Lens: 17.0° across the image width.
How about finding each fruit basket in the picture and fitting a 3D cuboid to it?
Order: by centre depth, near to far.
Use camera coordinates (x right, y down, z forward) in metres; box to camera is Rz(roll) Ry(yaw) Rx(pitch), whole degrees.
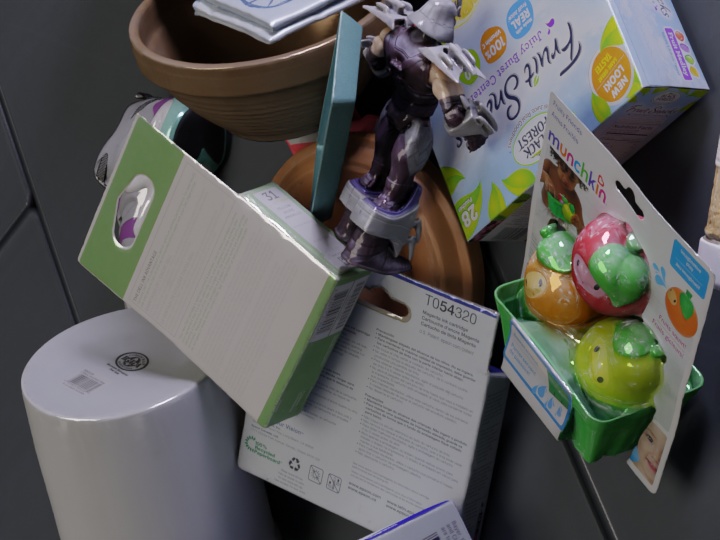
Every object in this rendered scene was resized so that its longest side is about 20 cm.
[{"bbox_3d":[0.149,0.017,1.520,0.185,0.094,0.200,54,156,36],"label":"fruit basket"}]

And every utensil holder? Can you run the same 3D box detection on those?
[{"bbox_3d":[-0.158,0.150,1.833,0.170,0.170,0.200,27,136,48],"label":"utensil holder"}]

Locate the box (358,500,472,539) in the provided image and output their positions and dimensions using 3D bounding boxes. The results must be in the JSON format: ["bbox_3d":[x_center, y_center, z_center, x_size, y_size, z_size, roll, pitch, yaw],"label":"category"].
[{"bbox_3d":[0.013,0.282,1.683,0.200,0.105,0.184,-30,85,47],"label":"box"}]

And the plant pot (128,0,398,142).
[{"bbox_3d":[-0.061,-0.156,1.737,0.201,0.201,0.093,27,139,48],"label":"plant pot"}]

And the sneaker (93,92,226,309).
[{"bbox_3d":[-0.180,-0.051,1.994,0.140,0.078,0.200,17,95,52],"label":"sneaker"}]

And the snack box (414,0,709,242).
[{"bbox_3d":[0.122,-0.138,1.607,0.200,0.068,0.169,-42,59,46],"label":"snack box"}]

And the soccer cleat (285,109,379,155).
[{"bbox_3d":[-0.049,-0.133,1.836,0.076,0.067,0.200,-55,49,16],"label":"soccer cleat"}]

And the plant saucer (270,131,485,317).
[{"bbox_3d":[0.000,0.000,1.747,0.200,0.032,0.200,11,108,36],"label":"plant saucer"}]

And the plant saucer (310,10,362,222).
[{"bbox_3d":[-0.017,-0.098,1.630,0.200,0.019,0.070,106,170,-67],"label":"plant saucer"}]

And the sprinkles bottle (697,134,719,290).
[{"bbox_3d":[0.250,-0.085,1.447,0.068,0.068,0.200,19,105,50],"label":"sprinkles bottle"}]

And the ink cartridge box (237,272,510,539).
[{"bbox_3d":[0.012,0.085,1.715,0.196,0.043,0.200,23,113,30],"label":"ink cartridge box"}]

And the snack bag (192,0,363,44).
[{"bbox_3d":[-0.047,-0.228,1.741,0.200,0.189,0.021,28,139,47],"label":"snack bag"}]

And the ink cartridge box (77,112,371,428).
[{"bbox_3d":[-0.100,-0.004,1.714,0.200,0.048,0.146,41,126,22],"label":"ink cartridge box"}]

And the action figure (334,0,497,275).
[{"bbox_3d":[0.033,-0.101,1.620,0.130,0.069,0.200,53,133,50],"label":"action figure"}]
